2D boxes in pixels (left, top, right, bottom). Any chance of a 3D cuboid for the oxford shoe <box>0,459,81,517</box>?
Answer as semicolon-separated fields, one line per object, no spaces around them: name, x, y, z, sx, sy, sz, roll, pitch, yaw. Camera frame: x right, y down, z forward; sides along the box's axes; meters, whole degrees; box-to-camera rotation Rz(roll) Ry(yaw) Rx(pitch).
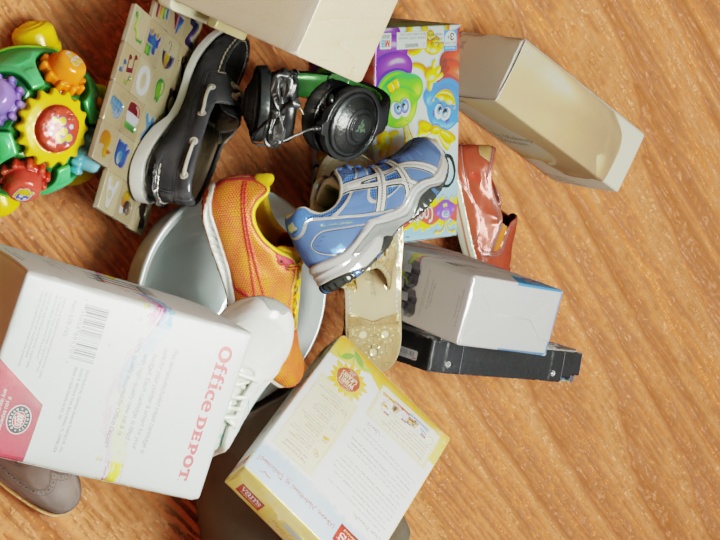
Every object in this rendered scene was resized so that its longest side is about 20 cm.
oxford shoe;-0.291;0.139;1.501;0.071;0.073;0.200;-42;122;-22

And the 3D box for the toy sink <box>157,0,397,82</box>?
toy sink;-0.086;-0.249;1.488;0.112;0.200;0.130;-65;157;6

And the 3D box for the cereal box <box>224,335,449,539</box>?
cereal box;-0.017;0.167;1.548;0.144;0.040;0.200;46;43;-6

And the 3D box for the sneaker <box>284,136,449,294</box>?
sneaker;0.009;-0.066;1.516;0.077;0.076;0.200;51;46;-10

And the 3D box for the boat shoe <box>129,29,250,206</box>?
boat shoe;-0.133;-0.134;1.533;0.074;0.060;0.200;80;29;-46

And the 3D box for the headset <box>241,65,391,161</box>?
headset;-0.044;-0.148;1.504;0.200;0.123;0.094;-50;151;-65

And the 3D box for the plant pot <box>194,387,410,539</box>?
plant pot;-0.077;0.202;1.621;0.200;0.200;0.174;-27;99;-30

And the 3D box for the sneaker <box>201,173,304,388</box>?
sneaker;-0.077;0.013;1.510;0.077;0.073;0.200;-10;116;12

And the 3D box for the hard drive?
hard drive;0.102;0.075;1.743;0.200;0.140;0.038;8;95;-37

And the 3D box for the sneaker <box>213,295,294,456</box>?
sneaker;-0.113;0.107;1.479;0.070;0.080;0.200;24;122;-17

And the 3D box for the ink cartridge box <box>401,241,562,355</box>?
ink cartridge box;0.080;0.020;1.678;0.115;0.200;0.068;10;98;-37

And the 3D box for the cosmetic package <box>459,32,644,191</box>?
cosmetic package;0.181;-0.159;1.776;0.200;0.105;0.071;31;81;-36

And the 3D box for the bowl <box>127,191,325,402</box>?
bowl;-0.135;0.018;1.582;0.201;0.090;0.202;-8;105;-35

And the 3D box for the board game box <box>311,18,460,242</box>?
board game box;0.022;-0.133;1.659;0.103;0.105;0.201;-9;104;-36

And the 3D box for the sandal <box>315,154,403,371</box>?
sandal;0.006;-0.001;1.581;0.077;0.070;0.212;-8;108;-1

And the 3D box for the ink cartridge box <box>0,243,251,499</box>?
ink cartridge box;-0.217;0.078;1.402;0.200;0.145;0.146;18;92;-29

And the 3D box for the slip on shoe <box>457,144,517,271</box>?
slip on shoe;0.131;-0.035;1.775;0.061;0.074;0.200;-13;107;7

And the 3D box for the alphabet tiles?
alphabet tiles;-0.180;-0.136;1.504;0.166;0.006;0.201;39;64;-71

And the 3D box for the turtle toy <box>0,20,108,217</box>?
turtle toy;-0.286;-0.111;1.434;0.200;0.101;0.146;-28;115;-30
